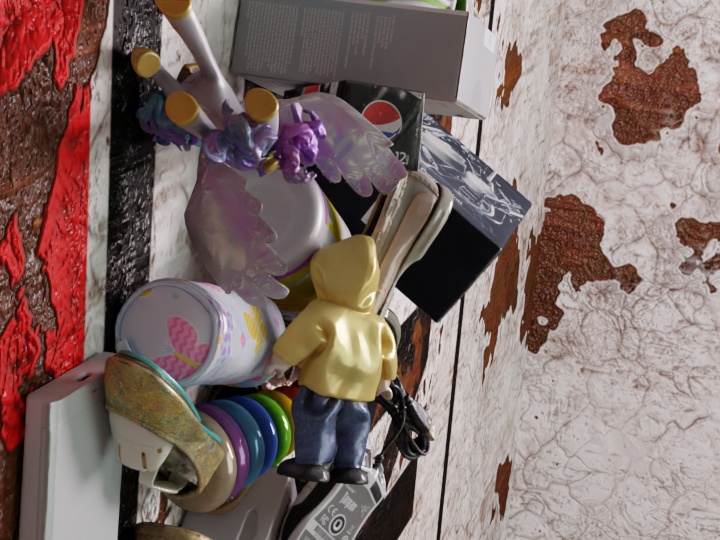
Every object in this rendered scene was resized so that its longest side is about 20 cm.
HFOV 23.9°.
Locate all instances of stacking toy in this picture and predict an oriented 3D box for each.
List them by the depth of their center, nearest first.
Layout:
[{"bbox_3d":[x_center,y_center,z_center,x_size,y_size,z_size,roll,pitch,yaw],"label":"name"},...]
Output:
[{"bbox_3d":[-0.084,0.130,1.415,0.199,0.085,0.086,-22,122,-53],"label":"stacking toy"}]

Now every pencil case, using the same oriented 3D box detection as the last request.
[{"bbox_3d":[-0.122,0.052,1.329,0.200,0.090,0.084,17,60,-77],"label":"pencil case"}]

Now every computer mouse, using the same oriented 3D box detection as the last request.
[{"bbox_3d":[-0.015,0.187,1.498,0.200,0.044,0.110,-52,134,-15],"label":"computer mouse"}]

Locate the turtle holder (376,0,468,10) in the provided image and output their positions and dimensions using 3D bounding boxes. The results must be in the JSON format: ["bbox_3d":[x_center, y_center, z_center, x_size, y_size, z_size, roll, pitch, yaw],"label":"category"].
[{"bbox_3d":[0.031,-0.253,1.674,0.186,0.130,0.142,-49,146,-66],"label":"turtle holder"}]

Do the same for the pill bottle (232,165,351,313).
[{"bbox_3d":[-0.064,-0.023,1.483,0.200,0.103,0.105,55,46,-71],"label":"pill bottle"}]

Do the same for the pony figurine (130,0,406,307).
[{"bbox_3d":[-0.084,-0.098,1.225,0.166,0.193,0.200,-40,166,-3],"label":"pony figurine"}]

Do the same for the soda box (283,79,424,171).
[{"bbox_3d":[-0.012,-0.116,1.385,0.200,0.070,0.064,-170,-93,-73],"label":"soda box"}]

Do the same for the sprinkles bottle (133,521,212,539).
[{"bbox_3d":[-0.168,0.301,1.327,0.068,0.068,0.202,62,38,-68],"label":"sprinkles bottle"}]

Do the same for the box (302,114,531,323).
[{"bbox_3d":[0.053,-0.073,1.693,0.104,0.200,0.182,-50,179,21],"label":"box"}]

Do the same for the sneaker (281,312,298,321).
[{"bbox_3d":[-0.053,0.037,1.633,0.085,0.076,0.202,-54,150,-54],"label":"sneaker"}]

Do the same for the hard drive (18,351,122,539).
[{"bbox_3d":[-0.203,0.170,1.193,0.132,0.026,0.202,-36,133,-71],"label":"hard drive"}]

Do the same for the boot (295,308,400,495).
[{"bbox_3d":[-0.017,0.129,1.548,0.204,0.073,0.155,106,-3,-60],"label":"boot"}]

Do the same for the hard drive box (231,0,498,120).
[{"bbox_3d":[0.008,-0.186,1.472,0.156,0.198,0.078,4,95,-77],"label":"hard drive box"}]

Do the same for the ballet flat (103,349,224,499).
[{"bbox_3d":[-0.145,0.120,1.220,0.200,0.070,0.071,68,33,-66],"label":"ballet flat"}]

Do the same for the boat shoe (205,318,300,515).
[{"bbox_3d":[-0.098,0.117,1.496,0.071,0.070,0.201,88,17,-52],"label":"boat shoe"}]

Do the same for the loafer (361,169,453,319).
[{"bbox_3d":[0.000,0.000,1.443,0.201,0.063,0.072,-56,-156,-2],"label":"loafer"}]

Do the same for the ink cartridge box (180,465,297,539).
[{"bbox_3d":[-0.108,0.286,1.533,0.201,0.083,0.146,83,20,-47],"label":"ink cartridge box"}]

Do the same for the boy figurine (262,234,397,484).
[{"bbox_3d":[-0.024,0.070,1.370,0.123,0.064,0.202,6,88,-35],"label":"boy figurine"}]
